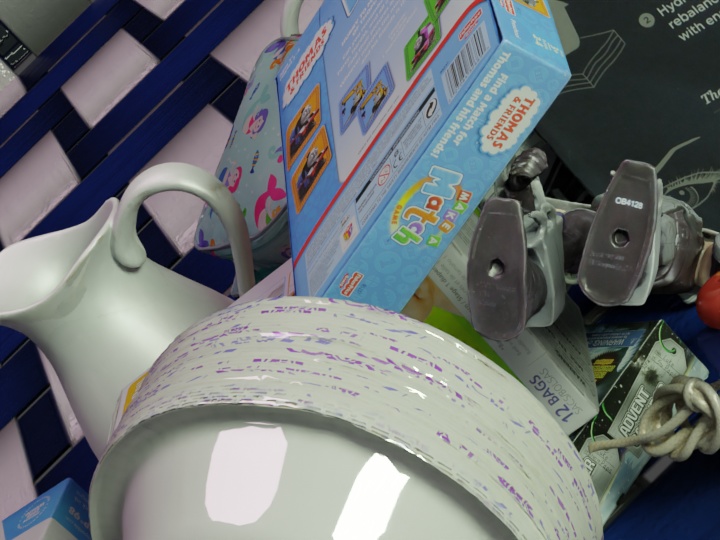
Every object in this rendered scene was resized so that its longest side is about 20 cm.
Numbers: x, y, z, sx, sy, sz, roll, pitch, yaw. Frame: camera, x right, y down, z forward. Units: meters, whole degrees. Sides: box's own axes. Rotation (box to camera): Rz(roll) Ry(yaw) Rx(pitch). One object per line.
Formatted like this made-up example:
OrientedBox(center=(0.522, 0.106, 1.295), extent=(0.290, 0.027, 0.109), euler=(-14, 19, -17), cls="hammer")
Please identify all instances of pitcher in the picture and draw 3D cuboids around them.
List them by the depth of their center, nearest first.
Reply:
OrientedBox(center=(-0.090, 0.045, 1.183), extent=(0.171, 0.200, 0.121), euler=(-31, 22, 33), cls="pitcher")

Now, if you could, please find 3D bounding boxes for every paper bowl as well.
OrientedBox(center=(-0.012, 0.117, 0.857), extent=(0.200, 0.201, 0.105), euler=(-28, 25, 40), cls="paper bowl")

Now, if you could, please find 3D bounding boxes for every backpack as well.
OrientedBox(center=(0.007, -0.052, 1.272), extent=(0.200, 0.150, 0.179), euler=(6, 74, 57), cls="backpack")

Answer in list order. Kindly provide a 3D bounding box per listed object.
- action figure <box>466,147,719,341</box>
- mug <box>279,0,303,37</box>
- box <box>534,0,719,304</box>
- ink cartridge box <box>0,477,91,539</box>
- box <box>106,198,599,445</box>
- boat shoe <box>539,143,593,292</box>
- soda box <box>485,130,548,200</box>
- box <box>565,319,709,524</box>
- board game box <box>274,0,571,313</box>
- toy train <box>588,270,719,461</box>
OrientedBox(center=(0.109, -0.015, 0.904), extent=(0.129, 0.070, 0.200), euler=(2, 5, 19), cls="action figure")
OrientedBox(center=(0.038, -0.180, 1.434), extent=(0.200, 0.175, 0.148), euler=(-34, 20, 22), cls="mug")
OrientedBox(center=(0.173, -0.124, 0.995), extent=(0.196, 0.200, 0.118), euler=(-30, 22, 34), cls="box")
OrientedBox(center=(-0.209, 0.224, 1.256), extent=(0.116, 0.067, 0.200), euler=(-33, 21, 28), cls="ink cartridge box")
OrientedBox(center=(-0.007, 0.059, 0.983), extent=(0.200, 0.113, 0.101), euler=(-36, 20, 16), cls="box")
OrientedBox(center=(0.089, -0.021, 1.100), extent=(0.074, 0.068, 0.200), euler=(-41, 12, 47), cls="boat shoe")
OrientedBox(center=(0.060, -0.099, 1.113), extent=(0.063, 0.068, 0.200), euler=(-49, 8, 23), cls="soda box")
OrientedBox(center=(0.058, 0.088, 1.029), extent=(0.137, 0.040, 0.200), euler=(-52, 20, -22), cls="box")
OrientedBox(center=(0.018, -0.081, 0.912), extent=(0.152, 0.036, 0.200), euler=(-55, 24, 28), cls="board game box")
OrientedBox(center=(0.183, 0.014, 0.872), extent=(0.200, 0.085, 0.116), euler=(-22, 18, 49), cls="toy train")
